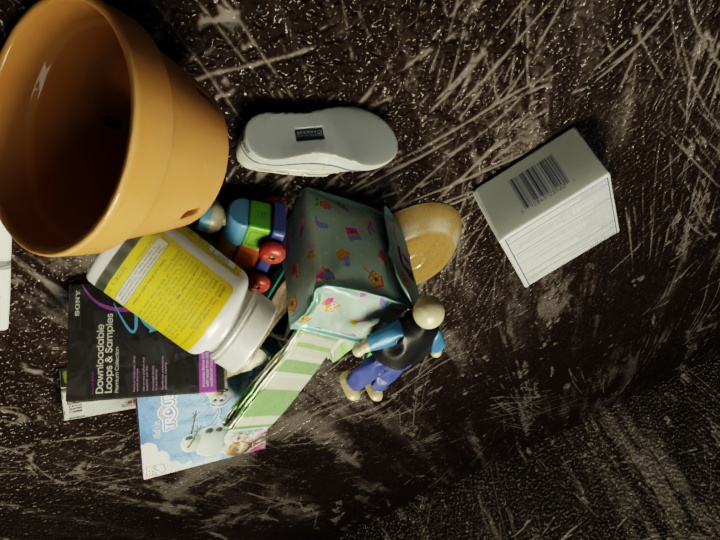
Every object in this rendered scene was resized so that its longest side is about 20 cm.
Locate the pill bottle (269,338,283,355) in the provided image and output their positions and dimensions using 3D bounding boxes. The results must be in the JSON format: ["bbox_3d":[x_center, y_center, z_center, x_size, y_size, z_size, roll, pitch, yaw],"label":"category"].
[{"bbox_3d":[-0.212,0.202,1.032,0.195,0.107,0.108,-24,151,-20],"label":"pill bottle"}]

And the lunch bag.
[{"bbox_3d":[0.000,0.000,0.824,0.195,0.174,0.123,13,135,-29],"label":"lunch bag"}]

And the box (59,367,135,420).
[{"bbox_3d":[-0.377,0.185,0.994,0.194,0.035,0.111,-5,144,-28],"label":"box"}]

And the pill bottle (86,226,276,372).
[{"bbox_3d":[-0.201,0.021,0.711,0.198,0.116,0.114,39,121,-15],"label":"pill bottle"}]

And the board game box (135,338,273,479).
[{"bbox_3d":[-0.232,0.205,0.916,0.193,0.044,0.205,-8,125,-24],"label":"board game box"}]

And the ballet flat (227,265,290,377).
[{"bbox_3d":[-0.138,0.088,0.851,0.067,0.067,0.202,44,71,-22],"label":"ballet flat"}]

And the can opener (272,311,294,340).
[{"bbox_3d":[-0.059,0.072,1.033,0.194,0.078,0.066,-12,109,-25],"label":"can opener"}]

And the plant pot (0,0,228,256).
[{"bbox_3d":[-0.210,-0.113,0.538,0.199,0.204,0.139,-38,162,23],"label":"plant pot"}]

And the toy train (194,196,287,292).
[{"bbox_3d":[-0.172,-0.020,0.802,0.112,0.087,0.201,12,144,-20],"label":"toy train"}]

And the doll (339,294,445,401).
[{"bbox_3d":[0.044,0.102,0.786,0.133,0.050,0.201,8,139,-32],"label":"doll"}]

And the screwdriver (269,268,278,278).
[{"bbox_3d":[-0.165,0.070,0.967,0.027,0.030,0.202,5,132,-38],"label":"screwdriver"}]

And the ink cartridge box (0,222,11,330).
[{"bbox_3d":[-0.424,-0.028,0.603,0.141,0.085,0.202,0,141,-32],"label":"ink cartridge box"}]

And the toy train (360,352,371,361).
[{"bbox_3d":[0.026,0.091,0.993,0.056,0.042,0.203,-35,154,-26],"label":"toy train"}]

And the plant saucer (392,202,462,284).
[{"bbox_3d":[0.082,-0.026,0.991,0.194,0.036,0.203,-18,148,-11],"label":"plant saucer"}]

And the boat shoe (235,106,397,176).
[{"bbox_3d":[-0.051,-0.142,0.715,0.195,0.073,0.069,-10,174,-29],"label":"boat shoe"}]

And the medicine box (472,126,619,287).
[{"bbox_3d":[0.299,-0.092,0.974,0.179,0.105,0.200,-31,148,12],"label":"medicine box"}]

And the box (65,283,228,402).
[{"bbox_3d":[-0.269,0.087,0.778,0.193,0.148,0.036,-4,168,-5],"label":"box"}]

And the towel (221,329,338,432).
[{"bbox_3d":[-0.104,0.146,0.886,0.202,0.023,0.152,-53,159,1],"label":"towel"}]

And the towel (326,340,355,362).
[{"bbox_3d":[-0.002,0.071,0.992,0.146,0.031,0.202,-29,150,-12],"label":"towel"}]
